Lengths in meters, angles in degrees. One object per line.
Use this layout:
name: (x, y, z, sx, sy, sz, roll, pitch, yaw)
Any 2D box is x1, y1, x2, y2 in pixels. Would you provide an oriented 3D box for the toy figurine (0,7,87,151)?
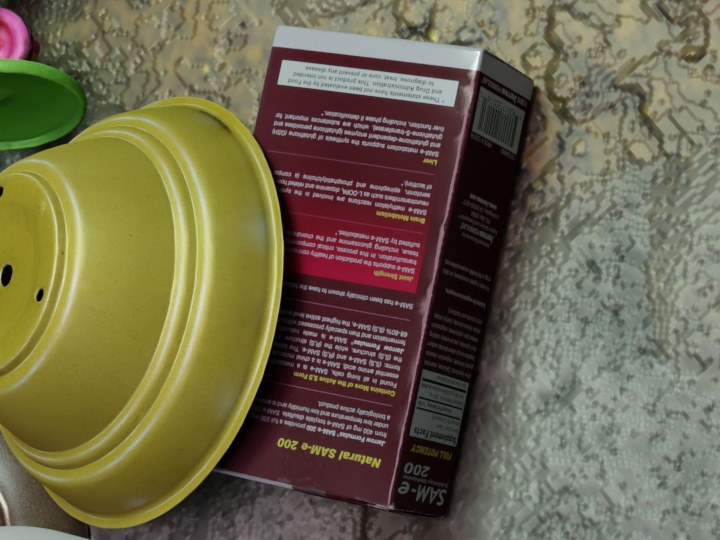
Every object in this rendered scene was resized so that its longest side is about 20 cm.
toy figurine: (-0.232, -0.146, 1.118, 0.199, 0.150, 0.185, -12, 66, 16)

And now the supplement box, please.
supplement box: (0.000, 0.000, 1.007, 0.108, 0.061, 0.201, 10, 85, 29)

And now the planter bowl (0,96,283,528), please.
planter bowl: (-0.129, 0.010, 1.017, 0.200, 0.083, 0.202, -17, 66, 44)

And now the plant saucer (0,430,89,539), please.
plant saucer: (-0.223, 0.151, 1.109, 0.199, 0.032, 0.202, -5, 80, 27)

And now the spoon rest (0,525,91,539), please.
spoon rest: (-0.115, 0.159, 1.033, 0.199, 0.061, 0.100, -11, 84, 21)
